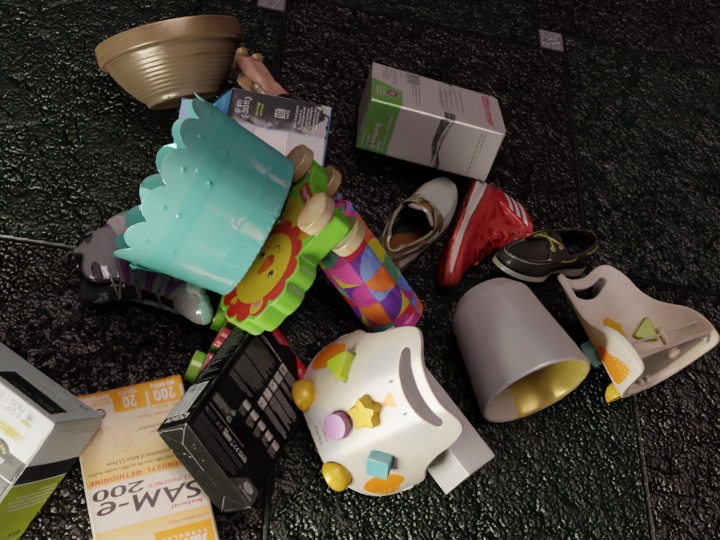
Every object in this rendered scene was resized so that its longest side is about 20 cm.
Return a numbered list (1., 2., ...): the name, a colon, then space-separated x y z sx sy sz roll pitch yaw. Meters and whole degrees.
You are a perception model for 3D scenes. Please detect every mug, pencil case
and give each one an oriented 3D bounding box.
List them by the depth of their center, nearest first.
1. pencil case: 0.000 0.000 1.082 0.200 0.088 0.088 55 54 -24
2. mug: 0.200 0.101 1.117 0.149 0.187 0.153 -30 59 6

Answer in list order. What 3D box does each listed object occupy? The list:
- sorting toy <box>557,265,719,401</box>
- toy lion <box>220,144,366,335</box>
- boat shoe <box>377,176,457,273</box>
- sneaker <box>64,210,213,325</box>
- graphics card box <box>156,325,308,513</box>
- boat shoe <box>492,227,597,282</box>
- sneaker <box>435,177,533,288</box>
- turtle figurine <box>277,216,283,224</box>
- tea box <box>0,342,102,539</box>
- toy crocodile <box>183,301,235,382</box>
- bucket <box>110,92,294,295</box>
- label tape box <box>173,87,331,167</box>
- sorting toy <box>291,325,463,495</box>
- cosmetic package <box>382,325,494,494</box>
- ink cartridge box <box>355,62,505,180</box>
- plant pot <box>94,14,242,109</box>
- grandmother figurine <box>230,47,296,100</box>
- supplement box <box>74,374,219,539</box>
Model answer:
1. sorting toy: 0.353 0.069 1.159 0.200 0.107 0.180 -9 58 -40
2. toy lion: -0.092 -0.027 0.989 0.069 0.192 0.200 36 18 -32
3. boat shoe: 0.085 -0.070 1.202 0.075 0.068 0.200 33 57 4
4. sneaker: -0.284 0.026 1.040 0.140 0.078 0.200 -37 61 -26
5. graphics card box: -0.130 0.155 0.956 0.126 0.051 0.200 58 33 -21
6. boat shoe: 0.261 -0.029 1.190 0.201 0.061 0.072 -5 43 -46
7. sneaker: 0.186 -0.042 1.211 0.115 0.078 0.200 24 58 0
8. turtle figurine: -0.137 -0.114 1.167 0.161 0.064 0.200 3 60 -14
9. tea box: -0.408 0.171 0.843 0.200 0.134 0.197 35 85 7
10. toy crocodile: -0.160 0.090 1.042 0.067 0.062 0.200 25 57 -6
11. bucket: -0.176 -0.079 0.962 0.135 0.207 0.207 28 56 -18
12. label tape box: -0.146 -0.157 1.111 0.200 0.066 0.143 10 72 -9
13. sorting toy: 0.029 0.150 0.963 0.107 0.180 0.200 -11 73 -48
14. cosmetic package: 0.074 0.172 1.053 0.051 0.083 0.200 -29 72 -30
15. ink cartridge box: 0.101 -0.221 1.256 0.200 0.084 0.146 14 33 -7
16. plant pot: -0.256 -0.280 1.179 0.201 0.201 0.093 -16 97 -23
17. grandmother figurine: -0.115 -0.240 1.238 0.121 0.061 0.200 -6 50 -51
18. supplement box: -0.239 0.228 0.935 0.126 0.074 0.200 -11 65 -20
